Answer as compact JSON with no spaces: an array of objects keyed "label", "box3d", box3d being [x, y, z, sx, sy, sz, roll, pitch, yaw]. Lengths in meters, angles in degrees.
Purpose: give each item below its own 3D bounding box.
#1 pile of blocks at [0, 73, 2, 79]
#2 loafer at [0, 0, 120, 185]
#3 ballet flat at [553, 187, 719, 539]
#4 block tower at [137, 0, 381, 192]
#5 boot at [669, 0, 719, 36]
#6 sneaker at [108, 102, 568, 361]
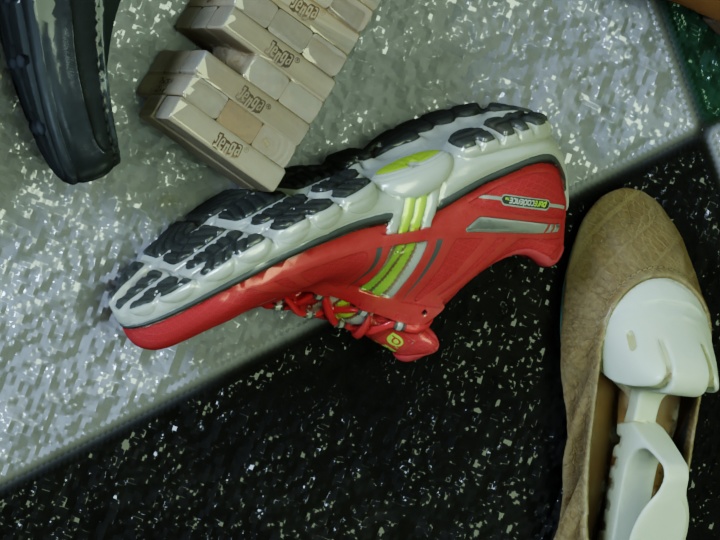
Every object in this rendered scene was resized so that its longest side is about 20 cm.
[{"label":"pile of blocks","box3d":[-0.175,-0.134,1.029,0.062,0.082,0.201,-23,115,-57]},{"label":"loafer","box3d":[-0.106,-0.134,1.047,0.070,0.068,0.202,-9,94,-14]},{"label":"ballet flat","box3d":[0.115,0.068,1.160,0.067,0.072,0.201,8,91,-22]},{"label":"block tower","box3d":[-0.015,-0.132,1.096,0.058,0.054,0.201,35,80,-23]},{"label":"boot","box3d":[0.147,-0.133,1.112,0.200,0.155,0.077,34,81,-22]},{"label":"sneaker","box3d":[0.000,0.000,1.104,0.199,0.077,0.085,-21,107,-21]}]
